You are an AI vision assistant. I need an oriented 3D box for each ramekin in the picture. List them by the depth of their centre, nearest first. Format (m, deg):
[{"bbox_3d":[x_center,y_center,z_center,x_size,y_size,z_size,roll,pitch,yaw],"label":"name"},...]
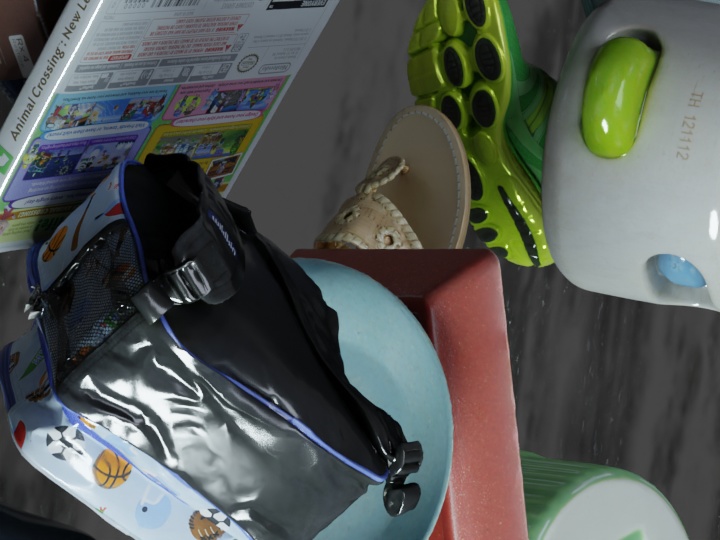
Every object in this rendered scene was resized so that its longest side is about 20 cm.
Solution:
[{"bbox_3d":[0.118,0.207,1.732,0.200,0.098,0.200,3,86,-47],"label":"ramekin"}]

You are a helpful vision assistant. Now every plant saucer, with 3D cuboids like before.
[{"bbox_3d":[-0.033,0.094,1.511,0.039,0.201,0.201,19,75,-61],"label":"plant saucer"},{"bbox_3d":[0.012,0.089,1.559,0.037,0.200,0.200,-9,95,-33],"label":"plant saucer"}]

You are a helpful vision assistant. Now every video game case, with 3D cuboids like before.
[{"bbox_3d":[-0.103,-0.091,1.466,0.200,0.022,0.182,-11,138,-54],"label":"video game case"}]

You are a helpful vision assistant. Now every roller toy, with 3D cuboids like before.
[{"bbox_3d":[0.201,-0.070,1.722,0.200,0.139,0.183,-45,140,-55],"label":"roller toy"}]

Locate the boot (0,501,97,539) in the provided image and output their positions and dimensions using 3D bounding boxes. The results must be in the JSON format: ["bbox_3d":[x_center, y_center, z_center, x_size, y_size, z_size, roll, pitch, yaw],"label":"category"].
[{"bbox_3d":[-0.205,0.091,1.407,0.200,0.076,0.169,-2,94,-41],"label":"boot"}]

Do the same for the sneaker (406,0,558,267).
[{"bbox_3d":[0.085,-0.098,1.733,0.084,0.074,0.200,-52,136,-40],"label":"sneaker"}]

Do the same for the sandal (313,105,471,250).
[{"bbox_3d":[0.005,0.000,1.634,0.070,0.078,0.212,21,78,-52],"label":"sandal"}]

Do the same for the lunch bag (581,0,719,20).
[{"bbox_3d":[0.220,-0.210,1.874,0.200,0.077,0.161,-40,116,-40],"label":"lunch bag"}]

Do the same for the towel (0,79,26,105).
[{"bbox_3d":[-0.144,-0.179,1.522,0.145,0.024,0.200,53,54,-31],"label":"towel"}]

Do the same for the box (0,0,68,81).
[{"bbox_3d":[-0.120,-0.178,1.485,0.200,0.075,0.100,-31,110,-41],"label":"box"}]

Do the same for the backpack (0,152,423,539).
[{"bbox_3d":[-0.086,0.043,1.425,0.200,0.154,0.191,44,20,-33],"label":"backpack"}]
